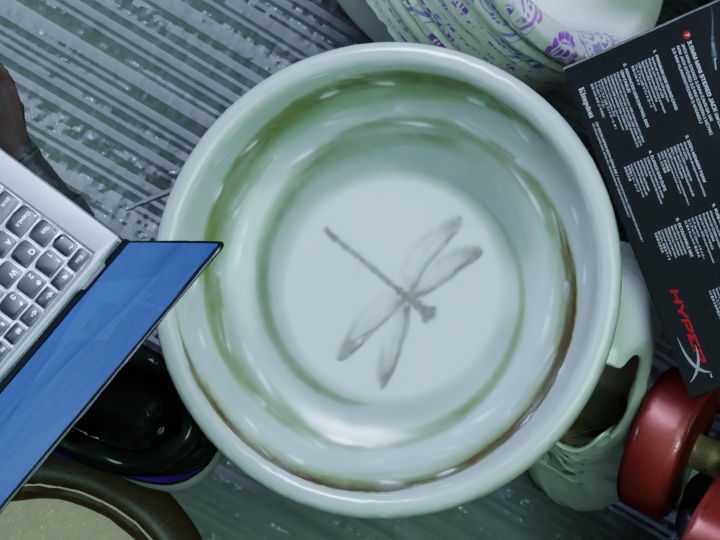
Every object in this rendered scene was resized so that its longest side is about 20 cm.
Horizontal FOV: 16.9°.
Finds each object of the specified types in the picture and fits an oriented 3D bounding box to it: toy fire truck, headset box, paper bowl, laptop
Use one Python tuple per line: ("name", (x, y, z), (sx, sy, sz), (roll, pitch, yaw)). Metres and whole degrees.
("toy fire truck", (0.184, 0.111, 1.106), (0.112, 0.169, 0.200), (20, 40, 18))
("headset box", (0.203, -0.053, 0.976), (0.077, 0.199, 0.149), (-19, 86, -59))
("paper bowl", (0.047, -0.174, 1.115), (0.200, 0.104, 0.202), (28, 52, -44))
("laptop", (-0.179, 0.025, 0.947), (0.200, 0.116, 0.187), (36, 75, 17))

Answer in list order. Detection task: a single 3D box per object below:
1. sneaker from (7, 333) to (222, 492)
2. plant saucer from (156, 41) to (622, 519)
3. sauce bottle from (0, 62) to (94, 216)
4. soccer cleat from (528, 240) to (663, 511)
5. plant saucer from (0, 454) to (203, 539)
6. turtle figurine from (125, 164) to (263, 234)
("sneaker", (-0.150, 0.036, 1.049), (0.199, 0.100, 0.070), (20, 85, -1))
("plant saucer", (0.013, 0.006, 1.030), (0.199, 0.050, 0.201), (-1, 82, 9))
("sauce bottle", (-0.195, -0.090, 1.077), (0.066, 0.066, 0.200), (-42, 97, -16))
("soccer cleat", (0.099, 0.062, 1.100), (0.069, 0.200, 0.078), (16, 55, 8))
("plant saucer", (-0.152, 0.171, 1.088), (0.199, 0.034, 0.201), (1, 86, -17))
("turtle figurine", (0.000, 0.000, 1.121), (0.199, 0.101, 0.151), (-9, 88, -24))
